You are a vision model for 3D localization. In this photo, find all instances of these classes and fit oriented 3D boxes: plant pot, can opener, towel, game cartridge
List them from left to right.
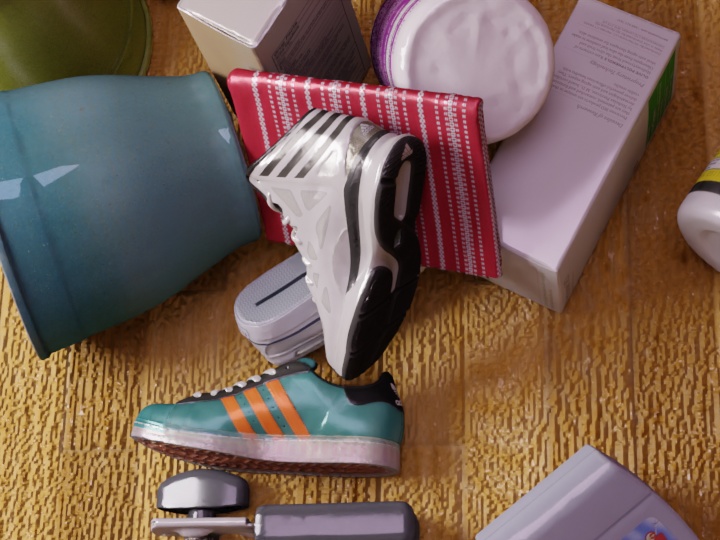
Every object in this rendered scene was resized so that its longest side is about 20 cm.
[{"bbox_3d":[-0.287,-0.217,1.194,0.199,0.193,0.202,-3,70,9],"label":"plant pot"},{"bbox_3d":[-0.179,-0.057,1.129,0.187,0.200,0.201,-18,69,-9],"label":"plant pot"},{"bbox_3d":[-0.057,0.176,1.092,0.199,0.053,0.067,1,71,10],"label":"can opener"},{"bbox_3d":[0.003,-0.070,1.054,0.199,0.145,0.023,10,41,28],"label":"towel"},{"bbox_3d":[0.169,0.218,0.986,0.133,0.042,0.200,-37,108,0],"label":"game cartridge"}]

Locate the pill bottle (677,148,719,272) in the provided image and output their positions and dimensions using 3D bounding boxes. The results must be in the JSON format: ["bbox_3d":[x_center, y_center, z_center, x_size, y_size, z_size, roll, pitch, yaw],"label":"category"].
[{"bbox_3d":[0.324,-0.086,1.080,0.112,0.113,0.200,33,80,19],"label":"pill bottle"}]

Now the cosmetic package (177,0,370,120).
[{"bbox_3d":[-0.059,-0.174,1.133,0.071,0.200,0.106,28,76,17],"label":"cosmetic package"}]

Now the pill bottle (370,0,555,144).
[{"bbox_3d":[0.066,-0.161,1.102,0.111,0.200,0.113,-2,105,-7],"label":"pill bottle"}]

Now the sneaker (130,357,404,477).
[{"bbox_3d":[-0.067,0.105,1.113,0.198,0.071,0.080,4,71,3],"label":"sneaker"}]

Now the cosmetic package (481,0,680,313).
[{"bbox_3d":[0.154,-0.084,1.114,0.084,0.108,0.201,25,79,16],"label":"cosmetic package"}]

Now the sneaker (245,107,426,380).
[{"bbox_3d":[-0.022,-0.025,1.053,0.115,0.202,0.076,27,39,25],"label":"sneaker"}]

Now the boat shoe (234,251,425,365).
[{"bbox_3d":[0.000,0.000,1.137,0.199,0.067,0.074,-28,48,-1],"label":"boat shoe"}]
